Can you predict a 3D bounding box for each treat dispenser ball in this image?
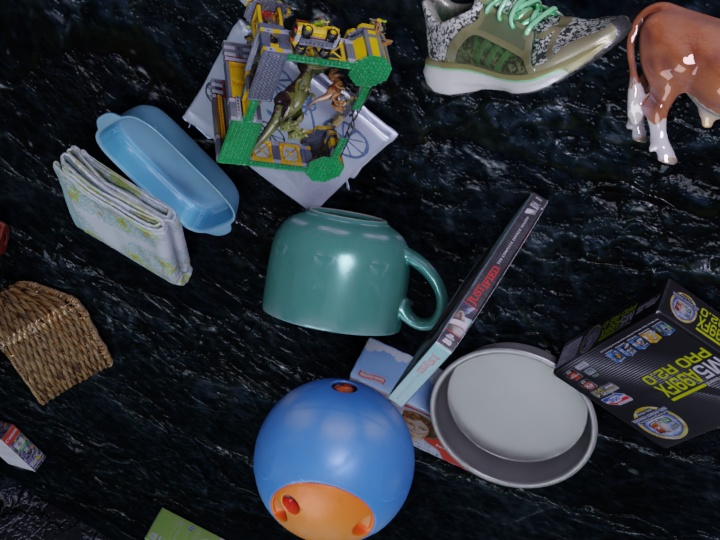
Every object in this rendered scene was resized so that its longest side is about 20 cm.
[{"bbox_3d":[-0.032,0.234,1.275,0.199,0.202,0.202,21,148,14],"label":"treat dispenser ball"}]

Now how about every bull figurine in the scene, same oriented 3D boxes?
[{"bbox_3d":[0.283,-0.125,0.744,0.199,0.065,0.122,24,116,23],"label":"bull figurine"}]

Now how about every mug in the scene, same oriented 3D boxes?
[{"bbox_3d":[-0.008,-0.002,1.111,0.183,0.116,0.152,6,-172,-19],"label":"mug"}]

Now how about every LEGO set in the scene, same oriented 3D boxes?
[{"bbox_3d":[-0.061,-0.182,0.933,0.152,0.117,0.201,-1,147,-14],"label":"LEGO set"}]

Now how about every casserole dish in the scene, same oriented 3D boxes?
[{"bbox_3d":[-0.219,-0.121,1.206,0.121,0.039,0.200,-14,129,48],"label":"casserole dish"}]

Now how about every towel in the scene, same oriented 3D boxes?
[{"bbox_3d":[-0.298,-0.062,1.309,0.171,0.048,0.200,33,160,9],"label":"towel"}]

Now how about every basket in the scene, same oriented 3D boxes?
[{"bbox_3d":[-0.533,0.101,1.761,0.143,0.148,0.201,50,163,36],"label":"basket"}]

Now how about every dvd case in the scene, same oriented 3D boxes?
[{"bbox_3d":[0.103,0.029,0.998,0.022,0.201,0.146,34,150,2],"label":"dvd case"}]

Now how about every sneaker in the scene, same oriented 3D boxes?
[{"bbox_3d":[0.113,-0.189,0.798,0.199,0.077,0.089,4,125,47],"label":"sneaker"}]

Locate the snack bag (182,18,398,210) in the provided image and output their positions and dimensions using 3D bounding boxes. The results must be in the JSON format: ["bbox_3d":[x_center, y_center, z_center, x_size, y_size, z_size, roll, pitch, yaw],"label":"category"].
[{"bbox_3d":[-0.078,-0.150,1.064,0.188,0.021,0.200,36,148,-9],"label":"snack bag"}]

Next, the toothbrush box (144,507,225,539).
[{"bbox_3d":[-0.397,0.657,2.423,0.199,0.086,0.146,25,148,8],"label":"toothbrush box"}]

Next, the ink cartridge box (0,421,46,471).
[{"bbox_3d":[-0.849,0.396,2.457,0.108,0.051,0.201,4,140,36],"label":"ink cartridge box"}]

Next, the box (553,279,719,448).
[{"bbox_3d":[0.319,0.103,1.078,0.160,0.044,0.200,34,149,-6],"label":"box"}]

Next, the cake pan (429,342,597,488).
[{"bbox_3d":[0.182,0.169,1.225,0.198,0.037,0.202,9,121,15],"label":"cake pan"}]

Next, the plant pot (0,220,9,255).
[{"bbox_3d":[-0.648,-0.039,1.545,0.194,0.202,0.201,23,149,-4],"label":"plant pot"}]

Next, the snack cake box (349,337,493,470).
[{"bbox_3d":[0.083,0.179,1.360,0.199,0.067,0.115,24,147,9],"label":"snack cake box"}]
